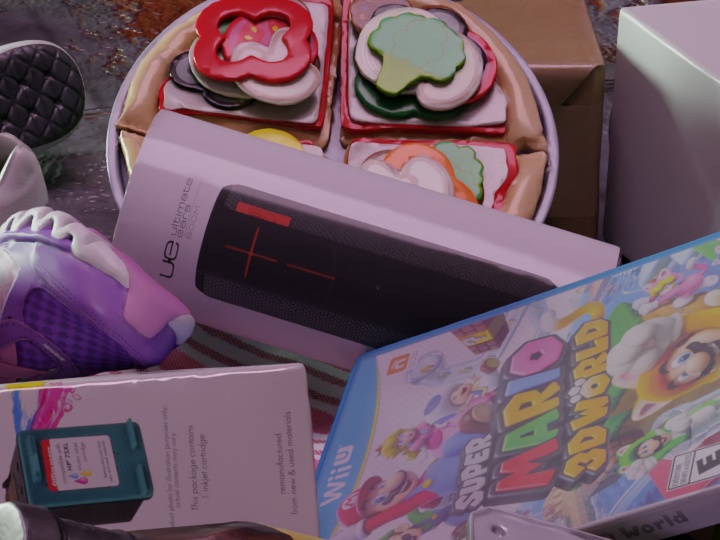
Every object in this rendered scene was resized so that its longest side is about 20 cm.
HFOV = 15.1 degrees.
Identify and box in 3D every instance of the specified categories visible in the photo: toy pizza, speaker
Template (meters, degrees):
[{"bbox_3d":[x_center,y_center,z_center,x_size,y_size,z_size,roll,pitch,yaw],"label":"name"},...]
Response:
[{"bbox_3d":[-0.012,-0.059,1.186,0.199,0.032,0.201,1,55,-1],"label":"toy pizza"},{"bbox_3d":[0.000,0.000,1.097,0.199,0.082,0.081,18,26,3],"label":"speaker"}]

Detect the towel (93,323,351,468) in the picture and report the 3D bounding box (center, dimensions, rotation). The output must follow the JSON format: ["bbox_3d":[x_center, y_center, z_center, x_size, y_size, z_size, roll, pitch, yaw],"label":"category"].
[{"bbox_3d":[-0.021,0.039,1.148,0.146,0.030,0.200,18,28,29],"label":"towel"}]

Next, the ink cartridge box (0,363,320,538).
[{"bbox_3d":[-0.123,0.074,0.965,0.199,0.068,0.116,-4,-3,-12],"label":"ink cartridge box"}]

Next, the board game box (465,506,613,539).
[{"bbox_3d":[0.123,0.162,0.807,0.199,0.026,0.200,17,30,-8],"label":"board game box"}]

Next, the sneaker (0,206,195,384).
[{"bbox_3d":[-0.147,0.028,1.072,0.199,0.081,0.089,3,54,48],"label":"sneaker"}]

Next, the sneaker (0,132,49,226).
[{"bbox_3d":[-0.228,-0.015,1.180,0.199,0.088,0.075,-10,28,-23],"label":"sneaker"}]

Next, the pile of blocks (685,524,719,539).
[{"bbox_3d":[0.111,0.099,1.009,0.199,0.082,0.062,6,66,31],"label":"pile of blocks"}]

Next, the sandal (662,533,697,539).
[{"bbox_3d":[0.126,0.148,0.917,0.200,0.045,0.075,35,43,27],"label":"sandal"}]

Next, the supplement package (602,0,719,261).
[{"bbox_3d":[0.207,-0.037,1.223,0.119,0.122,0.200,-8,27,-20],"label":"supplement package"}]

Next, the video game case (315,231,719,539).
[{"bbox_3d":[0.066,0.055,0.970,0.199,0.018,0.143,-20,32,31],"label":"video game case"}]

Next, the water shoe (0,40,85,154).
[{"bbox_3d":[-0.231,-0.061,1.330,0.199,0.072,0.079,-14,1,-29],"label":"water shoe"}]

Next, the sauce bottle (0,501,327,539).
[{"bbox_3d":[-0.029,0.112,0.856,0.199,0.066,0.066,20,13,-33],"label":"sauce bottle"}]

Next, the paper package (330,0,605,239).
[{"bbox_3d":[0.020,-0.087,1.339,0.189,0.104,0.200,0,25,-2],"label":"paper package"}]
